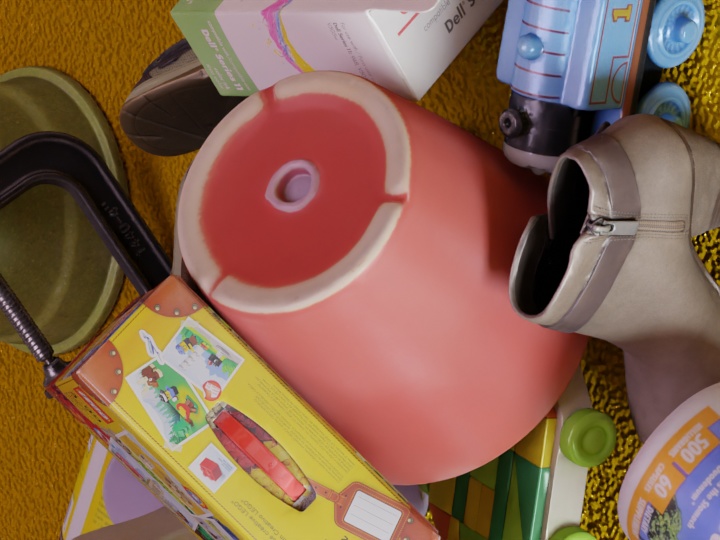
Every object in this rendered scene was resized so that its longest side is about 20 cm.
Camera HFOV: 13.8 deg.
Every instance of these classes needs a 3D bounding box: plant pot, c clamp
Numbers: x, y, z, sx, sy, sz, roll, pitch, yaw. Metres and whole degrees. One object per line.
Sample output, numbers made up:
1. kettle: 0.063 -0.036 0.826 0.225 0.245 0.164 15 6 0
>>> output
1. plant pot: -0.287 -0.035 1.992 0.200 0.184 0.201 6 98 46
2. c clamp: -0.212 0.003 1.914 0.200 0.171 0.027 50 159 -8
3. plant pot: 0.004 -0.007 1.605 0.200 0.177 0.201 -14 59 25

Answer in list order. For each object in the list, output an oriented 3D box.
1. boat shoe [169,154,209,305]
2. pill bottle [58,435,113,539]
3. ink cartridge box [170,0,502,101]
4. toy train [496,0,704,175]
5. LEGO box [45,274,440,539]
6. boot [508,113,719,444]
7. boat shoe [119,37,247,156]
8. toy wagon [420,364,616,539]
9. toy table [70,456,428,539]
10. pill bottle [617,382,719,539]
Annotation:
1. boat shoe: -0.087 -0.005 1.808 0.203 0.074 0.075 -76 7 -48
2. pill bottle: -0.118 0.115 1.883 0.109 0.109 0.201 40 121 37
3. ink cartridge box: 0.007 -0.154 1.651 0.200 0.117 0.067 5 136 44
4. toy train: 0.126 -0.138 1.592 0.087 0.114 0.201 26 112 43
5. LEGO box: -0.067 0.103 1.603 0.200 0.077 0.149 45 168 -5
6. boot: 0.136 0.012 1.573 0.070 0.146 0.201 23 111 41
7. boat shoe: -0.057 -0.133 1.799 0.200 0.072 0.066 -21 43 23
8. toy wagon: 0.088 0.084 1.684 0.155 0.039 0.201 28 115 58
9. toy table: -0.069 0.153 1.762 0.199 0.117 0.184 -10 110 18
10. pill bottle: 0.233 0.155 1.512 0.200 0.112 0.112 44 124 36
